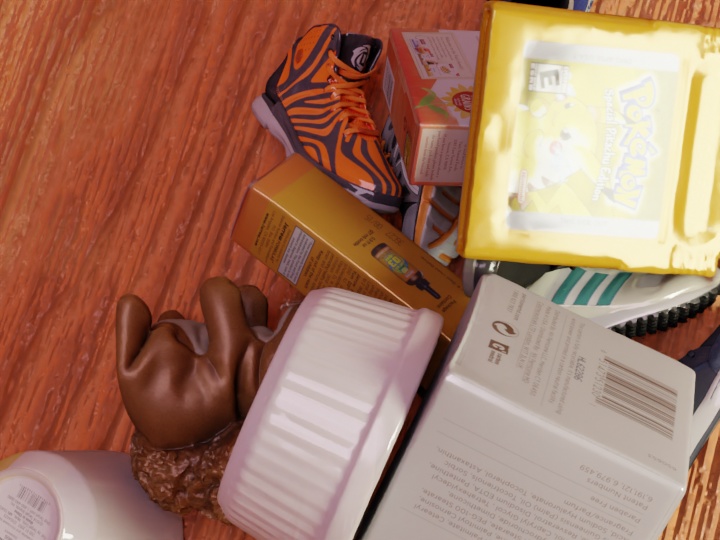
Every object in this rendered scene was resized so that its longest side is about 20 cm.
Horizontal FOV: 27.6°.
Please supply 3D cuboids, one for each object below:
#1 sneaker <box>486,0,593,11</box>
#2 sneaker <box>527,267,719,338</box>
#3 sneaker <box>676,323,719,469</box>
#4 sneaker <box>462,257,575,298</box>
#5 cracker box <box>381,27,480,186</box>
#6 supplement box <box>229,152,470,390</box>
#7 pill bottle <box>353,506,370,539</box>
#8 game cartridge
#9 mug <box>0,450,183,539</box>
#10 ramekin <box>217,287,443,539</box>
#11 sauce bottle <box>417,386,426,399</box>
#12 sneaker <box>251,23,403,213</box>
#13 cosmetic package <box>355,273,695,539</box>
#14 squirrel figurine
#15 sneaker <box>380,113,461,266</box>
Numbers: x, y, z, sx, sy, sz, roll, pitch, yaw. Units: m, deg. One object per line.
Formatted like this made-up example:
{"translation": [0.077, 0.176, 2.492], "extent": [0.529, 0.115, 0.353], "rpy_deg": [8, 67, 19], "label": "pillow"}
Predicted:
{"translation": [0.152, -0.237, 1.190], "extent": [0.080, 0.115, 0.200], "rpy_deg": [4, 76, 15], "label": "sneaker"}
{"translation": [0.176, 0.010, 1.126], "extent": [0.199, 0.070, 0.094], "rpy_deg": [-17, 75, 7], "label": "sneaker"}
{"translation": [0.203, 0.085, 1.106], "extent": [0.146, 0.077, 0.203], "rpy_deg": [32, 86, 18], "label": "sneaker"}
{"translation": [0.165, -0.030, 1.079], "extent": [0.106, 0.075, 0.200], "rpy_deg": [26, 48, 31], "label": "sneaker"}
{"translation": [0.125, -0.121, 1.094], "extent": [0.199, 0.058, 0.134], "rpy_deg": [0, 39, -10], "label": "cracker box"}
{"translation": [0.000, 0.000, 1.112], "extent": [0.200, 0.069, 0.067], "rpy_deg": [37, 43, 14], "label": "supplement box"}
{"translation": [0.025, 0.245, 1.092], "extent": [0.200, 0.111, 0.111], "rpy_deg": [33, 85, 21], "label": "pill bottle"}
{"translation": [0.173, -0.089, 1.020], "extent": [0.199, 0.032, 0.177], "rpy_deg": [4, 99, -11], "label": "game cartridge"}
{"translation": [-0.253, 0.212, 1.156], "extent": [0.186, 0.153, 0.150], "rpy_deg": [-17, 72, 11], "label": "mug"}
{"translation": [-0.024, 0.104, 0.999], "extent": [0.094, 0.202, 0.203], "rpy_deg": [24, 82, 3], "label": "ramekin"}
{"translation": [0.008, 0.020, 1.186], "extent": [0.065, 0.065, 0.200], "rpy_deg": [-40, 71, 2], "label": "sauce bottle"}
{"translation": [-0.014, -0.134, 1.188], "extent": [0.200, 0.077, 0.112], "rpy_deg": [46, 114, 40], "label": "sneaker"}
{"translation": [0.106, 0.146, 0.987], "extent": [0.166, 0.167, 0.200], "rpy_deg": [25, 115, 3], "label": "cosmetic package"}
{"translation": [-0.087, 0.105, 1.158], "extent": [0.186, 0.142, 0.201], "rpy_deg": [-2, 75, 7], "label": "squirrel figurine"}
{"translation": [0.053, -0.090, 1.205], "extent": [0.077, 0.078, 0.201], "rpy_deg": [-1, 71, 29], "label": "sneaker"}
